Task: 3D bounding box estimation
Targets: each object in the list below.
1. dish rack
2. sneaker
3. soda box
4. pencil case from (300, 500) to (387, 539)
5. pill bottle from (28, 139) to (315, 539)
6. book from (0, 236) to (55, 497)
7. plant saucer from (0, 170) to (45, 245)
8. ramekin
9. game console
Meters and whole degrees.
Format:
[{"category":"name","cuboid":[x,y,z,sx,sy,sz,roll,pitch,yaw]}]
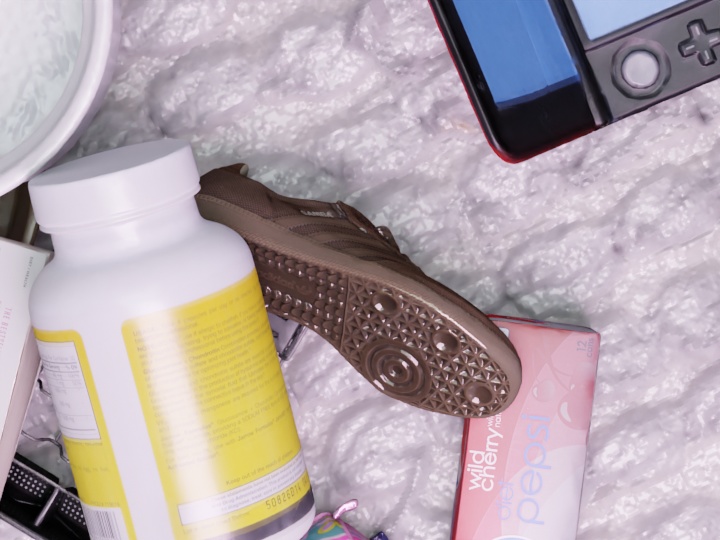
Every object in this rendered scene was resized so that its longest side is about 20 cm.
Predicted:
[{"category":"dish rack","cuboid":[-0.118,0.049,1.551,0.153,0.055,0.200,31,91,-1]},{"category":"sneaker","cuboid":[0.000,0.000,1.507,0.200,0.076,0.071,27,132,8]},{"category":"soda box","cuboid":[0.079,0.125,1.541,0.063,0.070,0.201,8,90,0]},{"category":"pencil case","cuboid":[-0.065,0.201,1.530,0.200,0.087,0.088,-34,90,1]},{"category":"pill bottle","cuboid":[-0.096,0.043,1.454,0.112,0.112,0.200,-13,101,1]},{"category":"book","cuboid":[-0.261,0.029,1.516,0.200,0.048,0.134,16,90,10]},{"category":"plant saucer","cuboid":[-0.261,-0.048,1.560,0.200,0.029,0.201,0,89,3]},{"category":"ramekin","cuboid":[-0.213,-0.125,1.492,0.200,0.098,0.201,0,91,6]},{"category":"game console","cuboid":[0.109,-0.174,1.511,0.172,0.119,0.200,-23,91,2]}]
